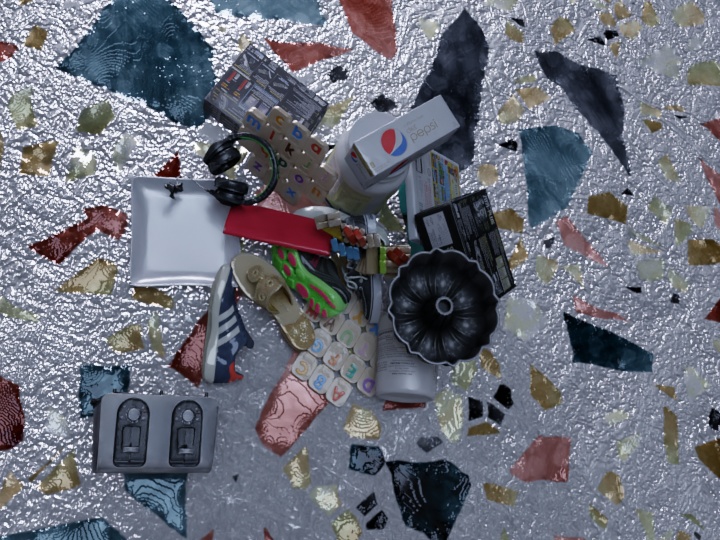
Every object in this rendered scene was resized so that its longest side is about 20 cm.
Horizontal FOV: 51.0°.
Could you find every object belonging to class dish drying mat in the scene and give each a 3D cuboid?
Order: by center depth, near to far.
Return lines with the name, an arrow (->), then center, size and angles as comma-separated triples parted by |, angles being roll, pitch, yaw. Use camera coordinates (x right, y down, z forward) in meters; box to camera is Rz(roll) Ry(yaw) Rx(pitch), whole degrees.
dish drying mat -> -0.144, -0.074, 1.362 | 0.195, 0.018, 0.078 | 13, 49, -1

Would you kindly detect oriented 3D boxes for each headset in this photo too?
headset -> -0.242, -0.169, 1.329 | 0.195, 0.094, 0.127 | -14, 91, 9

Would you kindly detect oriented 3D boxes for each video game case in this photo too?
video game case -> 0.146, -0.138, 1.479 | 0.180, 0.023, 0.206 | 17, 65, -49

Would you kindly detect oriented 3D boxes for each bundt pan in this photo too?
bundt pan -> 0.136, 0.070, 1.295 | 0.196, 0.076, 0.207 | 2, 72, -7

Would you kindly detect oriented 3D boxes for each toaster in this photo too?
toaster -> -0.331, 0.256, 1.185 | 0.176, 0.199, 0.122 | 7, 74, -23

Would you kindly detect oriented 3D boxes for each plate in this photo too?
plate -> -0.314, -0.066, 1.361 | 0.195, 0.032, 0.205 | 1, 75, -18

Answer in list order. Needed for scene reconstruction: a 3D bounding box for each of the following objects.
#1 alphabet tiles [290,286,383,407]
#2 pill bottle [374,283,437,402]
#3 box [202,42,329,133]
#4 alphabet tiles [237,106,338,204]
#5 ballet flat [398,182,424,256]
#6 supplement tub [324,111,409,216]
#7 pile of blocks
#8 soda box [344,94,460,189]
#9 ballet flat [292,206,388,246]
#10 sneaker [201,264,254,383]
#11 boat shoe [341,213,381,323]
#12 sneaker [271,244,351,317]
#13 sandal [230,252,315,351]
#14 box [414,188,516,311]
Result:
alphabet tiles -> -0.034, 0.138, 1.397 | 0.198, 0.015, 0.198 | 36, 67, -5
pill bottle -> 0.086, 0.129, 1.370 | 0.111, 0.114, 0.205 | 9, 71, -14
box -> -0.182, -0.318, 1.466 | 0.198, 0.050, 0.159 | 35, 68, -4
alphabet tiles -> -0.134, -0.205, 1.368 | 0.198, 0.196, 0.015 | 38, 56, -2
ballet flat -> 0.117, -0.107, 1.500 | 0.061, 0.067, 0.206 | 6, 74, -44
supplement tub -> 0.010, -0.191, 1.407 | 0.141, 0.200, 0.149 | 5, 72, -15
pile of blocks -> 0.003, -0.038, 1.314 | 0.196, 0.062, 0.084 | 25, 92, -5
soda box -> 0.072, -0.220, 1.291 | 0.198, 0.064, 0.069 | -33, 86, -23
ballet flat -> -0.035, -0.072, 1.423 | 0.195, 0.069, 0.071 | 14, 70, -14
sneaker -> -0.224, 0.094, 1.313 | 0.082, 0.075, 0.206 | 7, 91, -17
boat shoe -> 0.000, 0.001, 1.383 | 0.066, 0.074, 0.205 | -7, 110, -8
sneaker -> -0.093, 0.002, 1.392 | 0.201, 0.077, 0.083 | 51, 34, 13
sandal -> -0.144, 0.045, 1.335 | 0.077, 0.069, 0.213 | -38, 92, -27
box -> 0.199, -0.035, 1.422 | 0.163, 0.085, 0.205 | -25, 98, -54
